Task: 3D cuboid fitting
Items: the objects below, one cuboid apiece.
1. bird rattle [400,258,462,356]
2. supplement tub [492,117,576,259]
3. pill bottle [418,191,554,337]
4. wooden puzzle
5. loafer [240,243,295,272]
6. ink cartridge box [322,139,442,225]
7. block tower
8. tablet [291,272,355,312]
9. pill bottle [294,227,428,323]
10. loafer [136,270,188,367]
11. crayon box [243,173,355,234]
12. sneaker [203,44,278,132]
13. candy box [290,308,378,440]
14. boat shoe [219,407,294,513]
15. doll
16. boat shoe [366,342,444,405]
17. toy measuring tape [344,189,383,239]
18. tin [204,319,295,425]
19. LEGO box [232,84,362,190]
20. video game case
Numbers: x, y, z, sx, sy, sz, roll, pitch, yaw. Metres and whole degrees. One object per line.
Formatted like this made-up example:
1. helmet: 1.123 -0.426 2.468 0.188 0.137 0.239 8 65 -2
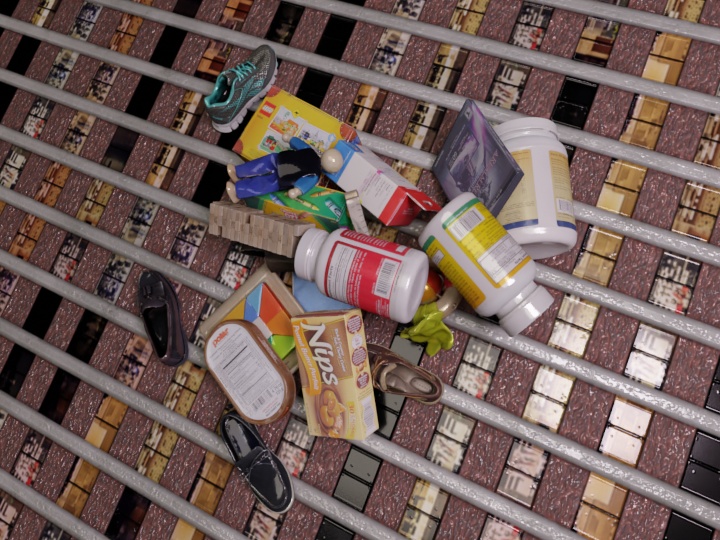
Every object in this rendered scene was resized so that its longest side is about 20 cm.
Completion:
1. bird rattle: 0.126 0.031 0.895 0.162 0.112 0.202 33 87 37
2. supplement tub: 0.271 -0.130 0.873 0.141 0.144 0.205 -4 77 11
3. pill bottle: 0.187 -0.006 0.785 0.112 0.113 0.201 -40 78 1
4. wooden puzzle: -0.186 0.114 0.968 0.185 0.037 0.201 -42 71 5
5. loafer: -0.136 -0.022 0.962 0.197 0.073 0.072 23 75 26
6. ink cartridge box: 0.041 -0.141 0.933 0.199 0.116 0.068 42 110 17
7. block tower: -0.176 -0.073 0.914 0.196 0.054 0.059 15 106 25
8. tablet: -0.065 0.033 0.980 0.127 0.014 0.205 -6 78 11
9. pill bottle: 0.000 0.000 0.835 0.196 0.112 0.114 18 82 19
10. loafer: -0.383 0.085 1.012 0.071 0.063 0.203 -26 74 5
11. crayon box: -0.103 -0.102 0.950 0.196 0.119 0.059 17 66 20
12. sneaker: -0.240 -0.376 1.064 0.077 0.091 0.202 32 86 16
13. candy box: -0.043 0.169 0.877 0.113 0.055 0.205 -6 94 34
14. boat shoe: -0.184 0.329 0.918 0.074 0.062 0.202 -35 75 1
15. doll: -0.126 -0.173 0.894 0.195 0.049 0.139 -10 61 8
16. boat shoe: 0.045 0.171 0.895 0.197 0.072 0.073 22 83 16
17. toy measuring tape: 0.014 -0.056 0.916 0.072 0.074 0.203 -15 119 8
18. tin: -0.195 0.175 0.930 0.112 0.042 0.201 -41 76 2
19. LEGO box: -0.121 -0.236 1.015 0.198 0.077 0.151 32 86 17
20. video game case: 0.185 -0.165 0.877 0.019 0.144 0.202 5 45 -24
